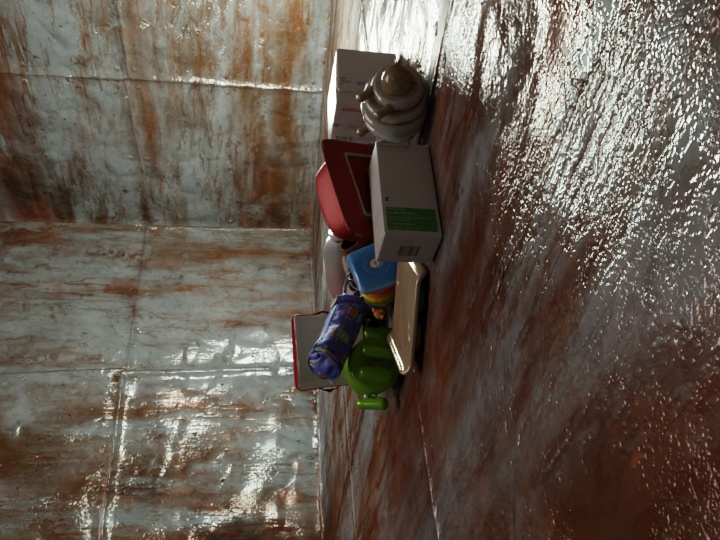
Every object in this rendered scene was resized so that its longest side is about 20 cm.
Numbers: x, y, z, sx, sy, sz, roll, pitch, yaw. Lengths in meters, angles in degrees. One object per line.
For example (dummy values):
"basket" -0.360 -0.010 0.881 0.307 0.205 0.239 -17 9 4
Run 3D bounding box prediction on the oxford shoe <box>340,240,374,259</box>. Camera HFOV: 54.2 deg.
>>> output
"oxford shoe" 0.019 -0.114 1.539 0.203 0.070 0.071 -63 -35 -9

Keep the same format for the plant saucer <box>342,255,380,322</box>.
"plant saucer" -0.003 0.037 1.730 0.200 0.036 0.205 -22 -89 -85

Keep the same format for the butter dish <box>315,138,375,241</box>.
"butter dish" -0.016 -0.131 1.359 0.147 0.197 0.204 -32 71 39

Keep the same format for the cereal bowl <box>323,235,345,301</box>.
"cereal bowl" -0.023 -0.008 1.877 0.199 0.081 0.206 -9 -90 -68

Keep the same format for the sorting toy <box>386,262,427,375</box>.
"sorting toy" 0.093 0.072 1.352 0.186 0.035 0.205 -113 29 -71

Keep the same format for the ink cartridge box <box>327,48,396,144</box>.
"ink cartridge box" 0.002 -0.392 1.642 0.201 0.143 0.149 112 158 -68

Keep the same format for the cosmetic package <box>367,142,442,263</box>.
"cosmetic package" 0.074 -0.120 1.233 0.086 0.105 0.204 107 161 -56

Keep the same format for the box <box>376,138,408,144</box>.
"box" 0.067 -0.268 1.538 0.200 0.040 0.040 -124 35 -75

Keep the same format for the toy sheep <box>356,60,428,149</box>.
"toy sheep" 0.060 -0.294 1.281 0.201 0.134 0.141 95 173 -64

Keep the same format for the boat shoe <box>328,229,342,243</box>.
"boat shoe" -0.026 -0.091 1.784 0.200 0.070 0.070 -46 -49 -67

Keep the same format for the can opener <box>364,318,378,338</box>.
"can opener" 0.031 0.157 1.741 0.053 0.066 0.200 -43 19 7

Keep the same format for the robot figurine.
"robot figurine" 0.024 0.209 1.522 0.200 0.112 0.180 118 157 -74

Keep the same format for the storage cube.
"storage cube" -0.079 0.195 1.705 0.180 0.166 0.206 135 131 -79

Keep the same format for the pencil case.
"pencil case" -0.048 0.133 1.486 0.077 0.087 0.202 -27 26 40

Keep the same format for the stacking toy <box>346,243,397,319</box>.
"stacking toy" 0.040 0.045 1.548 0.202 0.107 0.118 83 166 -52

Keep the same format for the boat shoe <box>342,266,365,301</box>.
"boat shoe" 0.000 0.000 1.595 0.204 0.069 0.066 -69 -21 2
